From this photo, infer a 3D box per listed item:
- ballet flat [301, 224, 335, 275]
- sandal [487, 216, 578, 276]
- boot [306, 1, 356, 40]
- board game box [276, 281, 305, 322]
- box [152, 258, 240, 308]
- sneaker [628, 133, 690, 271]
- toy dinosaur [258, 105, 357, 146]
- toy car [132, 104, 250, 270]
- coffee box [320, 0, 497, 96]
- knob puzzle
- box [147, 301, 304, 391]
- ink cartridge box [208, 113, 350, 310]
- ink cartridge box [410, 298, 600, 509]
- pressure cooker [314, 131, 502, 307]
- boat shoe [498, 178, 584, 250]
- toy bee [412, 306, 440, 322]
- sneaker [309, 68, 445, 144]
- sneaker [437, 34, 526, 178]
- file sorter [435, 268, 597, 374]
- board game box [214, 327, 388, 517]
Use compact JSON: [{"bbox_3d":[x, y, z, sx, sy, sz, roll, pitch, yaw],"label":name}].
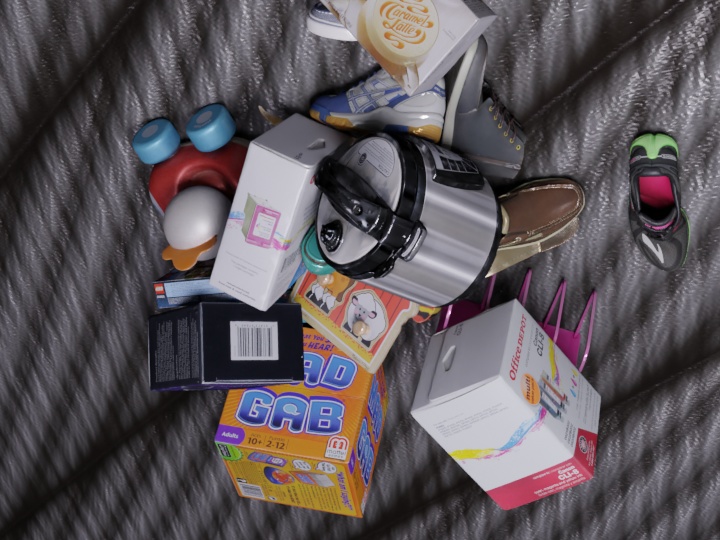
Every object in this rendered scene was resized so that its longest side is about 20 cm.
[{"bbox_3d":[-0.011,-0.073,1.551,0.067,0.201,0.070,36,158,5],"label":"ballet flat"},{"bbox_3d":[0.177,-0.038,1.611,0.209,0.070,0.078,-16,93,6],"label":"sandal"},{"bbox_3d":[0.033,-0.312,1.395,0.198,0.073,0.091,2,124,11],"label":"boot"},{"bbox_3d":[-0.054,0.035,1.732,0.198,0.048,0.151,-5,168,24],"label":"board game box"},{"bbox_3d":[-0.171,-0.003,1.682,0.135,0.200,0.038,-6,106,24],"label":"box"},{"bbox_3d":[0.355,-0.070,1.505,0.076,0.084,0.201,-3,133,23],"label":"sneaker"},{"bbox_3d":[-0.050,-0.150,1.605,0.198,0.058,0.102,23,122,-9],"label":"toy dinosaur"},{"bbox_3d":[-0.216,-0.076,1.619,0.175,0.201,0.185,-9,130,27],"label":"toy car"},{"bbox_3d":[0.032,-0.299,1.318,0.200,0.080,0.114,48,116,5],"label":"coffee box"},{"bbox_3d":[0.000,0.000,1.583,0.218,0.222,0.030,-18,160,34],"label":"knob puzzle"},{"bbox_3d":[-0.181,0.103,1.646,0.147,0.106,0.199,1,172,-28],"label":"box"},{"bbox_3d":[-0.098,-0.075,1.524,0.084,0.145,0.202,26,117,9],"label":"ink cartridge box"},{"bbox_3d":[0.185,0.168,1.564,0.144,0.146,0.200,-27,118,34],"label":"ink cartridge box"},{"bbox_3d":[0.043,-0.060,1.423,0.199,0.181,0.175,20,152,-34],"label":"pressure cooker"},{"bbox_3d":[0.182,-0.059,1.535,0.200,0.075,0.075,-21,90,6],"label":"boat shoe"},{"bbox_3d":[0.053,-0.036,1.634,0.200,0.131,0.109,43,109,-10],"label":"toy bee"},{"bbox_3d":[0.026,-0.204,1.503,0.199,0.089,0.075,11,178,39],"label":"sneaker"},{"bbox_3d":[0.151,-0.195,1.473,0.105,0.075,0.201,5,136,-4],"label":"sneaker"},{"bbox_3d":[0.206,0.076,1.669,0.198,0.140,0.126,16,136,3],"label":"file sorter"},{"bbox_3d":[-0.080,0.221,1.847,0.197,0.202,0.201,8,149,11],"label":"board game box"}]
